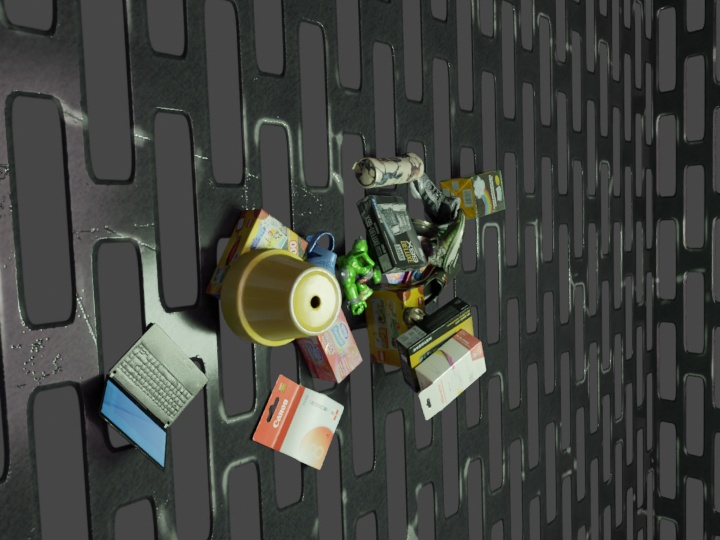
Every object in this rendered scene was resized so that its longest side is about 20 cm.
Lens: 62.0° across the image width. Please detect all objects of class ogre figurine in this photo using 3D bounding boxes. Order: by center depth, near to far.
[{"bbox_3d":[0.000,0.000,1.504,0.200,0.098,0.120,-49,128,-27],"label":"ogre figurine"}]

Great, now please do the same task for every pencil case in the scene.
[{"bbox_3d":[0.073,-0.266,1.581,0.199,0.089,0.078,-16,130,-42],"label":"pencil case"}]

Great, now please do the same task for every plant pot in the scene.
[{"bbox_3d":[-0.145,0.057,1.195,0.200,0.188,0.203,-3,94,-44],"label":"plant pot"}]

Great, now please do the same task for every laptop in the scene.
[{"bbox_3d":[-0.383,0.235,1.137,0.200,0.103,0.178,-52,125,-29],"label":"laptop"}]

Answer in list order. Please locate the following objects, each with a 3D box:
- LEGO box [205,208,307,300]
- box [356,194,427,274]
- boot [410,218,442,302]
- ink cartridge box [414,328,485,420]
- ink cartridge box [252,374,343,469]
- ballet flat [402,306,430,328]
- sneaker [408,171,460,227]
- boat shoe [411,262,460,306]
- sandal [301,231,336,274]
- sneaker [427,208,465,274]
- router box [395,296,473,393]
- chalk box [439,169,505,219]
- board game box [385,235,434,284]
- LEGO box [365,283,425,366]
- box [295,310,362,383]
[{"bbox_3d":[-0.222,-0.009,1.302,0.149,0.077,0.201,35,67,-39],"label":"LEGO box"},{"bbox_3d":[0.083,-0.093,1.552,0.157,0.050,0.202,-4,71,-52],"label":"box"},{"bbox_3d":[0.178,-0.027,1.705,0.181,0.072,0.201,27,82,-33],"label":"boot"},{"bbox_3d":[0.201,0.247,1.421,0.199,0.067,0.117,-36,134,-19],"label":"ink cartridge box"},{"bbox_3d":[-0.140,0.358,1.413,0.200,0.050,0.163,40,64,-41],"label":"ink cartridge box"},{"bbox_3d":[0.178,0.142,1.488,0.200,0.046,0.068,35,69,-40],"label":"ballet flat"},{"bbox_3d":[0.217,-0.212,1.695,0.076,0.113,0.201,-47,122,-33],"label":"sneaker"},{"bbox_3d":[0.204,0.037,1.618,0.201,0.063,0.074,-33,124,-27],"label":"boat shoe"},{"bbox_3d":[-0.089,-0.016,1.356,0.079,0.087,0.201,30,32,-49],"label":"sandal"},{"bbox_3d":[0.232,-0.091,1.622,0.077,0.088,0.201,82,25,-59],"label":"sneaker"},{"bbox_3d":[0.185,0.180,1.454,0.199,0.052,0.158,-32,132,-21],"label":"router box"},{"bbox_3d":[0.353,-0.233,1.822,0.199,0.123,0.126,-19,103,-43],"label":"chalk box"},{"bbox_3d":[0.153,0.008,1.640,0.157,0.039,0.202,-25,102,-15],"label":"board game box"},{"bbox_3d":[0.092,0.141,1.552,0.077,0.148,0.202,-14,102,-43],"label":"LEGO box"},{"bbox_3d":[-0.088,0.154,1.420,0.095,0.102,0.201,-38,115,-36],"label":"box"}]
